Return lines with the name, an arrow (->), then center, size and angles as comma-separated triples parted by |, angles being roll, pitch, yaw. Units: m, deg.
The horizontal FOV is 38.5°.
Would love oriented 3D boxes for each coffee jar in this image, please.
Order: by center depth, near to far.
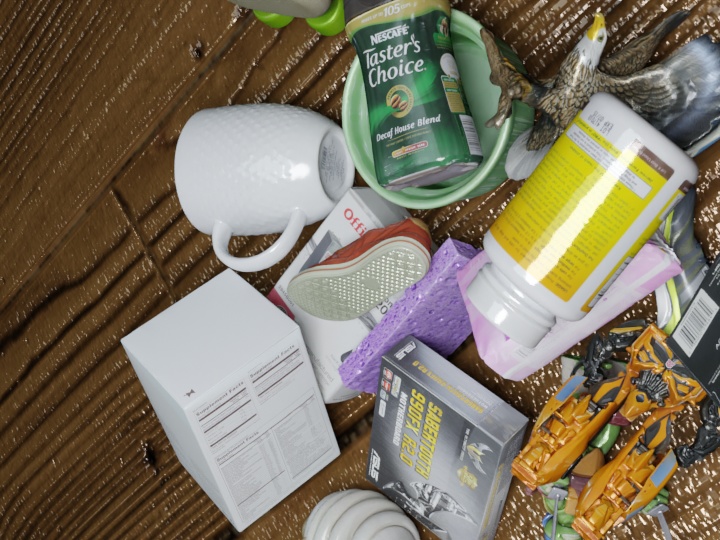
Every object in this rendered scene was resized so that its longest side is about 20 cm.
coffee jar -> 0.048, -0.187, 0.998 | 0.103, 0.085, 0.204 | -15, 84, 31

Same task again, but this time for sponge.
sponge -> 0.072, 0.057, 1.096 | 0.201, 0.110, 0.030 | -50, 50, 24

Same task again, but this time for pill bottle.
pill bottle -> 0.176, -0.037, 0.850 | 0.109, 0.109, 0.201 | 43, 106, 23

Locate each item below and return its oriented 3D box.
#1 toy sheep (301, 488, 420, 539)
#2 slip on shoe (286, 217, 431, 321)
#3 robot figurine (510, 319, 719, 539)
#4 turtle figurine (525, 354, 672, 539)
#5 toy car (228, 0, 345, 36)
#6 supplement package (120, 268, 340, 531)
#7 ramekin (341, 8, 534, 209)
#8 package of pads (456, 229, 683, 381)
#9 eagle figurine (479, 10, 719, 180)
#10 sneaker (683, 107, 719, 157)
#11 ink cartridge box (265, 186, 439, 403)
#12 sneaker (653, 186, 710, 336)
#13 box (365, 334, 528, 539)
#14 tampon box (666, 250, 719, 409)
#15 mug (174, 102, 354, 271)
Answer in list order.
toy sheep -> 0.000, 0.310, 1.138 | 0.198, 0.136, 0.141 | 12, 99, 51
slip on shoe -> 0.000, 0.000, 1.077 | 0.198, 0.062, 0.074 | -26, 118, 41
robot figurine -> 0.232, 0.133, 0.902 | 0.144, 0.058, 0.200 | 40, 75, 21
turtle figurine -> 0.238, 0.188, 0.979 | 0.141, 0.200, 0.198 | 8, 92, 0
toy car -> -0.081, -0.393, 1.156 | 0.155, 0.163, 0.204 | 15, 88, 31
supplement package -> -0.140, 0.142, 1.144 | 0.151, 0.150, 0.203 | 34, 150, 44
ramekin -> 0.087, -0.167, 1.083 | 0.197, 0.097, 0.205 | 2, 94, 32
package of pads -> 0.189, 0.001, 0.959 | 0.199, 0.075, 0.122 | -40, 43, 27
eagle figurine -> 0.217, -0.168, 0.931 | 0.195, 0.151, 0.155 | -1, 79, -8
sneaker -> 0.267, -0.117, 0.979 | 0.199, 0.073, 0.072 | -36, 95, 28
ink cartridge box -> -0.006, 0.027, 1.162 | 0.146, 0.084, 0.201 | 49, 114, 20
sneaker -> 0.318, 0.020, 0.969 | 0.079, 0.074, 0.205 | -3, 97, 22
box -> 0.084, 0.189, 1.082 | 0.157, 0.048, 0.203 | 35, 139, 27
tampon box -> 0.383, 0.060, 0.832 | 0.197, 0.127, 0.152 | 22, 109, -15
mug -> -0.106, -0.092, 1.169 | 0.172, 0.148, 0.204 | 0, 63, 29
